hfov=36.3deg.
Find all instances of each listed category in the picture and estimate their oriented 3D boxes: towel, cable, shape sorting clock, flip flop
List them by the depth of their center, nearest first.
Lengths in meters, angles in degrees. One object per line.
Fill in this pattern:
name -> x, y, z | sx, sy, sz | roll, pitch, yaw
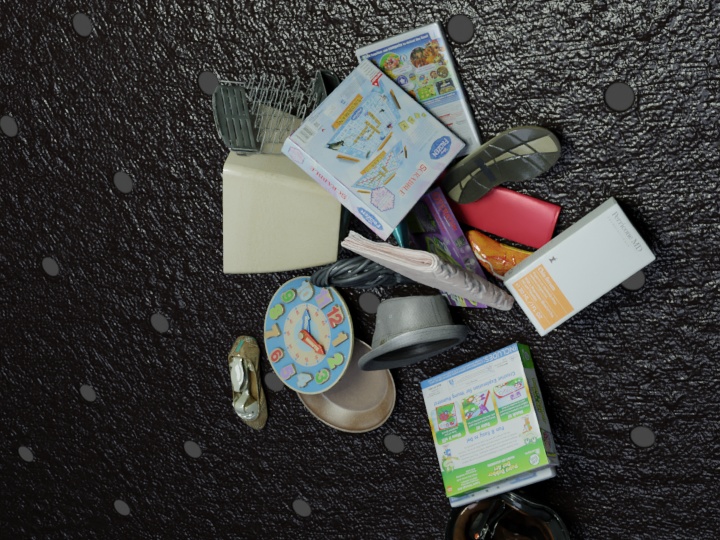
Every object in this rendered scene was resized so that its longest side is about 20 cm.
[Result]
towel -> 0.099, -0.001, 1.585 | 0.190, 0.199, 0.033 | 19, 87, 44
flip flop -> 0.207, -0.161, 1.625 | 0.199, 0.058, 0.081 | -28, 105, 38
cable -> 0.000, 0.000, 1.734 | 0.162, 0.199, 0.051 | -7, 85, 35
shape sorting clock -> -0.092, 0.110, 1.874 | 0.198, 0.039, 0.203 | -1, 89, 34

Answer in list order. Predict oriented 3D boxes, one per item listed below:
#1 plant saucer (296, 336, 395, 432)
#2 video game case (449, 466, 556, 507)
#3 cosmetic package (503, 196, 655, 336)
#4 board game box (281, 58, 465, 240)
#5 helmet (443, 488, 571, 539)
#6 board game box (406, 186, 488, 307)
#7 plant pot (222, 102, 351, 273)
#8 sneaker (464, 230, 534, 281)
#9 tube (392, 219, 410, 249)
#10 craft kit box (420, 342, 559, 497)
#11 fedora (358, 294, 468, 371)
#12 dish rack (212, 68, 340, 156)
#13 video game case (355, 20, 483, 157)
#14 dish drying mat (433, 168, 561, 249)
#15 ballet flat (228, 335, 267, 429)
plant saucer -> -0.025, 0.189, 1.925 | 0.198, 0.037, 0.202 | 10, 118, 19
video game case -> 0.212, 0.273, 1.804 | 0.199, 0.022, 0.184 | -26, 66, 33
cosmetic package -> 0.317, -0.005, 1.603 | 0.199, 0.071, 0.102 | -37, 94, 14
board game box -> 0.021, -0.178, 1.596 | 0.199, 0.200, 0.041 | 41, 151, 1
helmet -> 0.256, 0.463, 1.841 | 0.190, 0.201, 0.200 | 36, 127, -19
board game box -> 0.129, -0.034, 1.707 | 0.201, 0.032, 0.120 | 62, 161, -14
plant pot -> -0.104, -0.117, 1.709 | 0.175, 0.201, 0.202 | 9, 128, 5
sneaker -> 0.248, -0.009, 1.688 | 0.199, 0.073, 0.078 | 33, 103, 1
tube -> 0.039, -0.125, 1.681 | 0.050, 0.077, 0.202 | -19, 88, 16
craft kit box -> 0.206, 0.244, 1.776 | 0.199, 0.048, 0.200 | -25, 64, 32
fedora -> 0.078, 0.092, 1.774 | 0.200, 0.175, 0.091 | -37, 62, 59
dish rack -> -0.119, -0.234, 1.640 | 0.198, 0.155, 0.055 | 1, 142, -22
video game case -> 0.089, -0.258, 1.652 | 0.142, 0.018, 0.202 | -12, 110, 30
dish drying mat -> 0.204, -0.095, 1.683 | 0.198, 0.018, 0.078 | 21, 120, 16
ballet flat -> -0.213, 0.216, 2.008 | 0.070, 0.065, 0.202 | 5, 117, 22
